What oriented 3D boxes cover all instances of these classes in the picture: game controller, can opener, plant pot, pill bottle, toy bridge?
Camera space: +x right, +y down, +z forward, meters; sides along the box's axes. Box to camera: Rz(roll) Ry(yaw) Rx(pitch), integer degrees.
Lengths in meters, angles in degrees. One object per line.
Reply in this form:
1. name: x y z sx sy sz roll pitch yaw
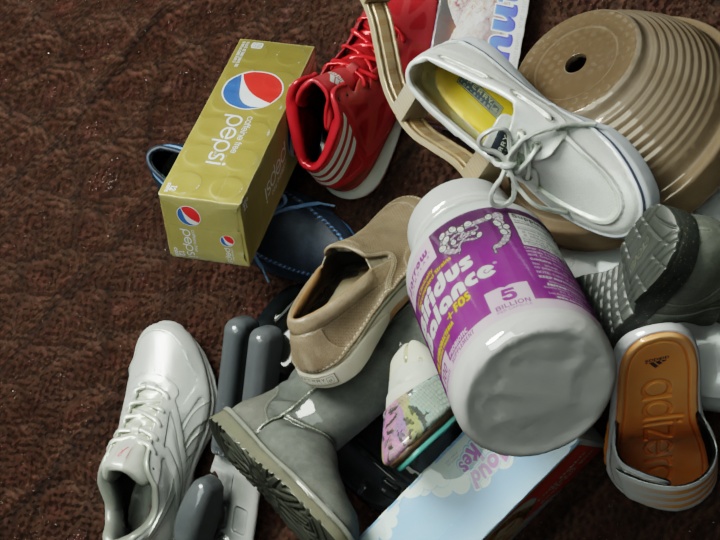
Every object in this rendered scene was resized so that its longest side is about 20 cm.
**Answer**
1. game controller: -0.014 0.100 1.256 0.200 0.042 0.104 40 82 20
2. can opener: -0.100 0.138 1.244 0.052 0.066 0.202 19 105 31
3. plant pot: 0.176 -0.122 1.138 0.199 0.093 0.202 -23 43 23
4. pill bottle: 0.092 0.023 1.069 0.112 0.112 0.201 -37 34 11
5. toy bridge: 0.048 -0.137 1.183 0.201 0.027 0.067 62 143 22

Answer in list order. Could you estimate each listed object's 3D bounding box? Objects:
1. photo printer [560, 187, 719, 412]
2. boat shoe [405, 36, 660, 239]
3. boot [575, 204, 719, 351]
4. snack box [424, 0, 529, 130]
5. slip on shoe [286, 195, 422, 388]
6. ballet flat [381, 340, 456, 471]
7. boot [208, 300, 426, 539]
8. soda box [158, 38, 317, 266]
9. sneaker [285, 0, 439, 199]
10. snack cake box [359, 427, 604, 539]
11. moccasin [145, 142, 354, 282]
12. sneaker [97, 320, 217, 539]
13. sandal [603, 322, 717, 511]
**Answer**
1. photo printer: 0.240 0.016 1.153 0.198 0.069 0.168 8 84 21
2. boat shoe: 0.106 -0.086 1.059 0.202 0.086 0.075 44 128 21
3. boot: 0.220 0.028 1.072 0.129 0.200 0.068 8 59 -21
4. snack box: 0.098 -0.209 1.252 0.071 0.024 0.202 11 85 0
5. slip on shoe: 0.000 0.000 1.191 0.075 0.061 0.201 -1 40 37
6. ballet flat: 0.066 0.074 1.137 0.072 0.199 0.069 55 136 5
7. boot: 0.006 0.103 1.177 0.199 0.073 0.182 -32 53 -20
8. soda box: -0.090 -0.096 1.231 0.067 0.064 0.201 7 45 13
9. sneaker: 0.006 -0.160 1.240 0.078 0.115 0.202 15 87 21
10. snack cake box: 0.083 0.172 1.163 0.200 0.115 0.067 -46 70 8
11. moccasin: -0.097 -0.044 1.285 0.198 0.068 0.081 23 90 21
12. sneaker: -0.168 0.139 1.267 0.077 0.099 0.203 -1 82 20
13. sandal: 0.206 0.119 1.081 0.078 0.208 0.060 -11 48 7
